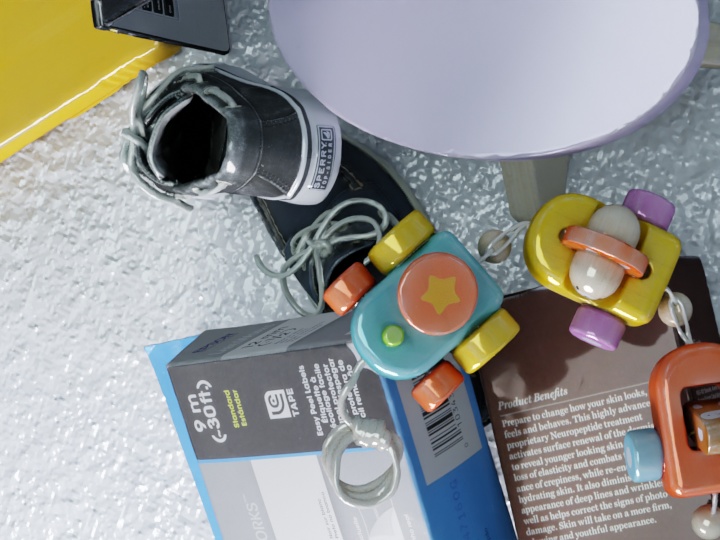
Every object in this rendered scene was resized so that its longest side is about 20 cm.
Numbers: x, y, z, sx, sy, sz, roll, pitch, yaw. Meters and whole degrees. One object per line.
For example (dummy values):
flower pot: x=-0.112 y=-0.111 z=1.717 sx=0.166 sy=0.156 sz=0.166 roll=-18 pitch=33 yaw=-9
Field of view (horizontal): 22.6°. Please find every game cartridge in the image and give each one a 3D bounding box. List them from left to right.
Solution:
game cartridge: x=-0.212 y=-0.155 z=1.024 sx=0.199 sy=0.032 sz=0.177 roll=-27 pitch=78 yaw=22

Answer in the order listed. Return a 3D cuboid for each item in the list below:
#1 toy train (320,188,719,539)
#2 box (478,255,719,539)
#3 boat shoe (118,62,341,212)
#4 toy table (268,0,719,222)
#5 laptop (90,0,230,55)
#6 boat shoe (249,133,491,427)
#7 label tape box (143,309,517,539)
toy train: x=0.082 y=0.040 z=0.752 sx=0.199 sy=0.056 sz=0.151 roll=-2 pitch=83 yaw=-3
box: x=0.125 y=0.101 z=0.829 sx=0.100 sy=0.075 sz=0.201 roll=-14 pitch=86 yaw=26
boat shoe: x=-0.083 y=-0.064 z=0.887 sx=0.199 sy=0.068 sz=0.074 roll=25 pitch=111 yaw=59
toy table: x=0.073 y=-0.115 z=0.828 sx=0.199 sy=0.117 sz=0.185 roll=21 pitch=100 yaw=24
laptop: x=-0.077 y=-0.214 z=0.859 sx=0.115 sy=0.200 sz=0.188 roll=-8 pitch=87 yaw=24
boat shoe: x=0.000 y=0.000 z=0.896 sx=0.075 sy=0.062 sz=0.200 roll=-42 pitch=72 yaw=22
label tape box: x=-0.031 y=0.099 z=0.873 sx=0.199 sy=0.066 sz=0.144 roll=-10 pitch=102 yaw=39
